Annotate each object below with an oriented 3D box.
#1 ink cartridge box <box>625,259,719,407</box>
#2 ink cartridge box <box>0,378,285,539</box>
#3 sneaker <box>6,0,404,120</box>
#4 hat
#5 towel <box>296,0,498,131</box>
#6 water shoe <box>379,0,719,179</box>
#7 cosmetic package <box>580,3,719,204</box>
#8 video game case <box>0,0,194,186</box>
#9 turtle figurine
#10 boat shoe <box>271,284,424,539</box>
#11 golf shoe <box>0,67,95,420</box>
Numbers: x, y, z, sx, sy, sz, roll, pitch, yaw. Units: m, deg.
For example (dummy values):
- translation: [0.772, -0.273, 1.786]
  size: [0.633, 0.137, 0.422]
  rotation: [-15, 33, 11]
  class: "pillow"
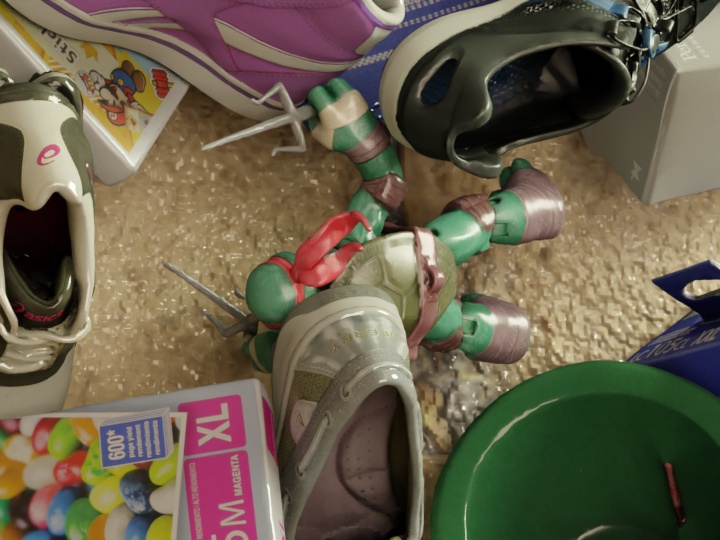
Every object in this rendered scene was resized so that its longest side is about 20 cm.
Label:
- translation: [0.215, 0.075, 1.410]
  size: [0.076, 0.136, 0.201]
  rotation: [-34, 97, -31]
  class: "ink cartridge box"
- translation: [-0.130, 0.119, 1.238]
  size: [0.199, 0.042, 0.120]
  rotation: [-10, 63, 5]
  class: "ink cartridge box"
- translation: [-0.067, -0.140, 1.255]
  size: [0.200, 0.114, 0.073]
  rotation: [21, 55, -39]
  class: "sneaker"
- translation: [0.131, 0.168, 1.425]
  size: [0.165, 0.176, 0.201]
  rotation: [-23, 61, -3]
  class: "hat"
- translation: [-0.001, -0.170, 1.394]
  size: [0.144, 0.024, 0.201]
  rotation: [-20, 88, -38]
  class: "towel"
- translation: [0.105, -0.096, 1.296]
  size: [0.199, 0.079, 0.072]
  rotation: [-31, 130, -19]
  class: "water shoe"
- translation: [0.201, -0.108, 1.437]
  size: [0.199, 0.091, 0.107]
  rotation: [-11, 43, -28]
  class: "cosmetic package"
- translation: [-0.137, -0.162, 1.298]
  size: [0.200, 0.023, 0.182]
  rotation: [48, 40, -18]
  class: "video game case"
- translation: [0.000, 0.000, 1.325]
  size: [0.199, 0.150, 0.101]
  rotation: [0, 40, -42]
  class: "turtle figurine"
- translation: [-0.005, 0.101, 1.295]
  size: [0.074, 0.065, 0.203]
  rotation: [-7, 130, -17]
  class: "boat shoe"
- translation: [-0.148, 0.014, 1.241]
  size: [0.077, 0.088, 0.201]
  rotation: [-7, 128, -18]
  class: "golf shoe"
